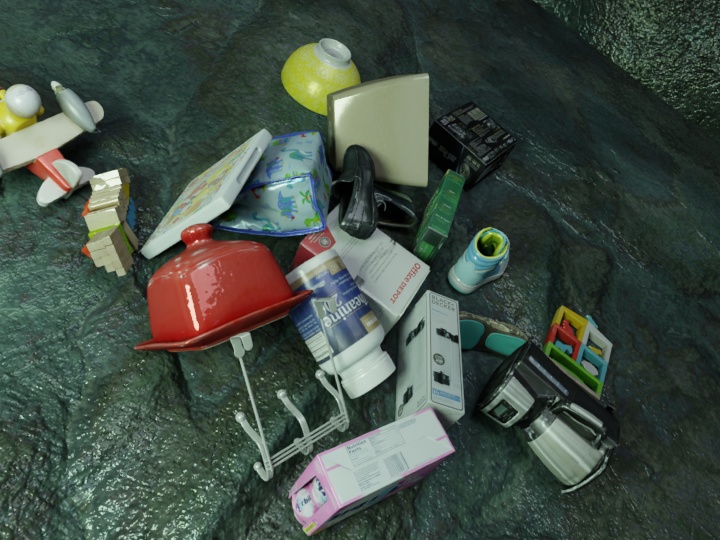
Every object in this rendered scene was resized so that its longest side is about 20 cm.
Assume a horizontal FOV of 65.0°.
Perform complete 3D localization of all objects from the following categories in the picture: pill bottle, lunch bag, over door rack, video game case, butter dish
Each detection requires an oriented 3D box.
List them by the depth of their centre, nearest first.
[{"bbox_3d":[-0.091,0.145,0.736,0.146,0.205,0.066,-22,24,-40],"label":"over door rack"},{"bbox_3d":[-0.195,0.013,0.738,0.198,0.198,0.151,-20,96,-39],"label":"butter dish"},{"bbox_3d":[-0.033,0.081,0.838,0.110,0.111,0.202,-30,87,-43],"label":"pill bottle"},{"bbox_3d":[-0.234,-0.118,0.860,0.023,0.198,0.184,46,38,-26],"label":"video game case"},{"bbox_3d":[-0.155,-0.144,0.950,0.195,0.129,0.172,-9,35,10],"label":"lunch bag"}]

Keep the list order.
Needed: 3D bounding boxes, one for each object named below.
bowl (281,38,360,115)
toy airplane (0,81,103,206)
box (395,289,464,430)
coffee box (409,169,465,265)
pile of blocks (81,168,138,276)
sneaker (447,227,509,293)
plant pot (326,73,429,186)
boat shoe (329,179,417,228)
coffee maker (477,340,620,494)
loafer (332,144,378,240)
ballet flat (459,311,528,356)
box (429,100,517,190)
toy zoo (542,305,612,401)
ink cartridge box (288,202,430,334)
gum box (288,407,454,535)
[{"bbox_3d":[-0.076,-0.463,1.300,0.196,0.108,0.203,15,47,-17],"label":"bowl"},{"bbox_3d":[-0.480,-0.196,0.818,0.195,0.142,0.203,3,51,-28],"label":"toy airplane"},{"bbox_3d":[0.104,0.147,0.873,0.059,0.117,0.203,18,45,-14],"label":"box"},{"bbox_3d":[0.145,-0.094,1.100,0.043,0.124,0.202,26,46,-1],"label":"coffee box"},{"bbox_3d":[-0.374,-0.069,0.834,0.061,0.083,0.203,-14,50,-1],"label":"pile of blocks"},{"bbox_3d":[0.264,-0.040,1.113,0.079,0.131,0.199,43,44,13],"label":"sneaker"},{"bbox_3d":[0.025,-0.278,1.112,0.173,0.205,0.200,-3,18,-8],"label":"plant pot"},{"bbox_3d":[0.024,-0.122,1.092,0.197,0.075,0.062,14,35,-31],"label":"boat shoe"},{"bbox_3d":[0.308,0.227,0.930,0.200,0.135,0.192,44,22,9],"label":"coffee maker"},{"bbox_3d":[-0.013,-0.144,0.970,0.069,0.068,0.204,15,50,-26],"label":"loafer"},{"bbox_3d":[0.212,0.108,1.015,0.196,0.069,0.076,15,25,-26],"label":"ballet flat"},{"bbox_3d":[0.265,-0.307,1.374,0.164,0.087,0.199,43,45,10],"label":"box"},{"bbox_3d":[0.433,0.153,1.121,0.130,0.021,0.200,37,44,4],"label":"toy zoo"},{"bbox_3d":[0.000,0.000,0.963,0.199,0.083,0.147,37,45,4],"label":"ink cartridge box"},{"bbox_3d":[0.011,0.258,0.725,0.197,0.114,0.067,-11,57,-36],"label":"gum box"}]
